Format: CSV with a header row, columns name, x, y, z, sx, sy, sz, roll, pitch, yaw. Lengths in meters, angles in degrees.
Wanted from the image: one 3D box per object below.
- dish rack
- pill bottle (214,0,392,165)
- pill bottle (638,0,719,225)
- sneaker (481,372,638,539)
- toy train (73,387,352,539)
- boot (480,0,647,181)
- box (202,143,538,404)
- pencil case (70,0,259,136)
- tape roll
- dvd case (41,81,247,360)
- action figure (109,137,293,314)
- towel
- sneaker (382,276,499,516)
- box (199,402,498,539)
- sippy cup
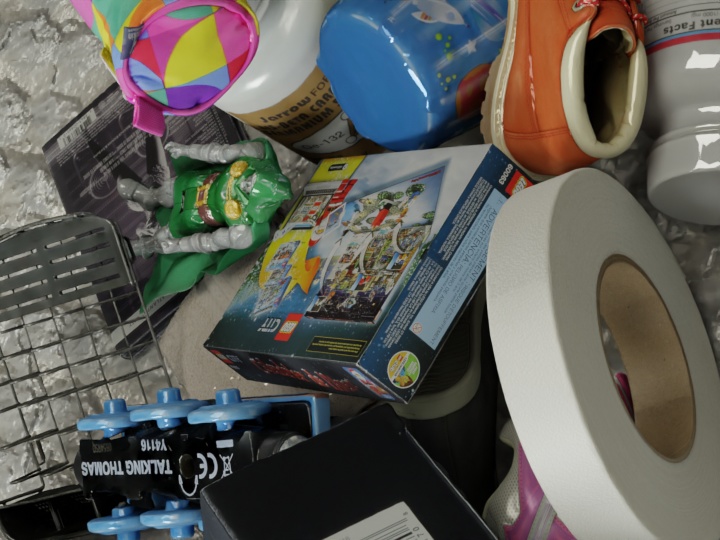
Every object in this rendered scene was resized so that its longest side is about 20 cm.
name,x,y,z,sx,sy,sz,roll,pitch,yaw
dish rack,-0.189,0.068,1.221,0.153,0.054,0.202,-16,93,32
pill bottle,-0.048,-0.142,1.150,0.114,0.200,0.115,-14,65,32
pill bottle,0.199,-0.132,1.022,0.108,0.109,0.202,-8,68,34
sneaker,0.109,0.157,1.000,0.088,0.081,0.201,-11,58,34
toy train,-0.078,0.107,1.075,0.199,0.114,0.088,-9,87,47
boot,0.121,-0.149,0.997,0.107,0.074,0.202,178,97,-70
box,0.000,0.000,1.038,0.137,0.038,0.200,-58,23,-14
pencil case,-0.131,-0.168,1.040,0.088,0.088,0.200,-44,51,14
tape roll,0.128,0.048,0.945,0.037,0.202,0.204,-20,61,29
dvd case,-0.139,-0.058,1.305,0.148,0.016,0.201,-38,53,17
action figure,-0.097,-0.041,1.178,0.200,0.054,0.119,-12,72,58
towel,-0.053,0.058,1.168,0.133,0.034,0.200,-56,47,19
sneaker,0.048,0.051,1.082,0.074,0.107,0.201,-2,35,13
box,0.016,0.215,0.950,0.117,0.201,0.197,-22,48,-22
sippy cup,0.049,-0.138,1.087,0.130,0.140,0.178,-37,64,-28
